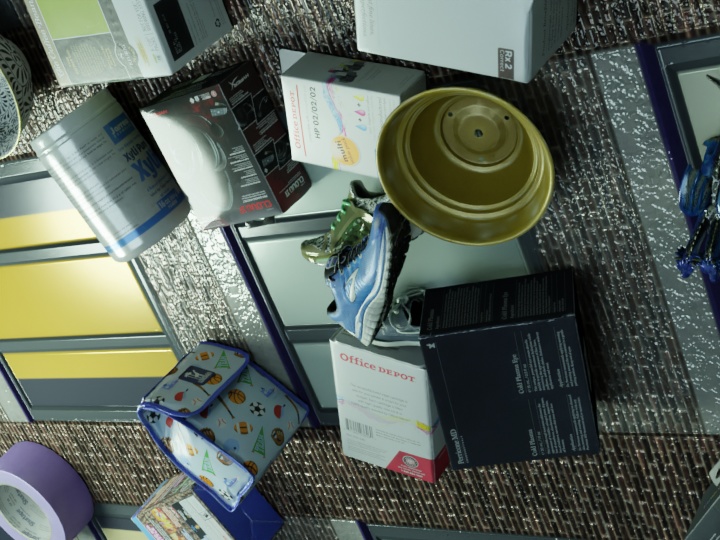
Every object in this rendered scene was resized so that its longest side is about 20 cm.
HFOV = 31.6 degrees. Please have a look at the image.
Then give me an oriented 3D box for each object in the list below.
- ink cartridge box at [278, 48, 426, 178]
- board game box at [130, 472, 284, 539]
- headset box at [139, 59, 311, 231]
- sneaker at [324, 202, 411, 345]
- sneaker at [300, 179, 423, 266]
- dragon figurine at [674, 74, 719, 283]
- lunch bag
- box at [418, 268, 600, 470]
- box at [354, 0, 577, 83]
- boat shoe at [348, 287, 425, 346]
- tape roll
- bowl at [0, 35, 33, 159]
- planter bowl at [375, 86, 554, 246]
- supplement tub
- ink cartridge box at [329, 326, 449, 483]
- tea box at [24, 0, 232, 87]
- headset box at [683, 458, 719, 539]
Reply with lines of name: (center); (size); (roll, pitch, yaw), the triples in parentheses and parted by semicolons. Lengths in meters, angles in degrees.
ink cartridge box: (-0.022, -0.181, 1.480); (0.198, 0.068, 0.116); (14, 129, 27)
board game box: (-0.249, 0.406, 2.066); (0.160, 0.097, 0.199); (51, 136, -9)
headset box: (-0.165, -0.145, 1.603); (0.147, 0.077, 0.202); (-8, 116, 39)
sneaker: (0.000, 0.000, 1.496); (0.088, 0.079, 0.202); (23, 131, 7)
sneaker: (0.001, -0.068, 1.558); (0.198, 0.077, 0.090); (-17, 102, 35)
dragon figurine: (0.353, -0.084, 1.265); (0.058, 0.100, 0.202); (14, 129, 25)
lunch bag: (-0.201, 0.209, 1.830); (0.199, 0.170, 0.124); (38, 133, 5)
box: (0.178, 0.118, 1.499); (0.179, 0.105, 0.202); (-8, 120, 12)
box: (0.103, -0.314, 1.245); (0.198, 0.131, 0.201); (15, 129, 25)
boat shoe: (0.068, 0.061, 1.596); (0.198, 0.075, 0.062); (12, 130, 26)
tape roll: (-0.592, 0.417, 2.328); (0.198, 0.085, 0.202); (19, 131, 23)
bowl: (-0.515, -0.262, 1.749); (0.199, 0.094, 0.203); (19, 132, 23)
planter bowl: (0.122, -0.132, 1.393); (0.198, 0.084, 0.202); (11, 130, 14)
supplement tub: (-0.331, -0.125, 1.697); (0.131, 0.132, 0.201); (-21, 109, 43)
ink cartridge box: (0.047, 0.165, 1.683); (0.146, 0.086, 0.202); (15, 129, 26)
tea box: (-0.289, -0.340, 1.501); (0.195, 0.134, 0.202); (1, 123, 33)
headset box: (0.489, 0.285, 1.454); (0.199, 0.093, 0.175); (31, 135, 12)
